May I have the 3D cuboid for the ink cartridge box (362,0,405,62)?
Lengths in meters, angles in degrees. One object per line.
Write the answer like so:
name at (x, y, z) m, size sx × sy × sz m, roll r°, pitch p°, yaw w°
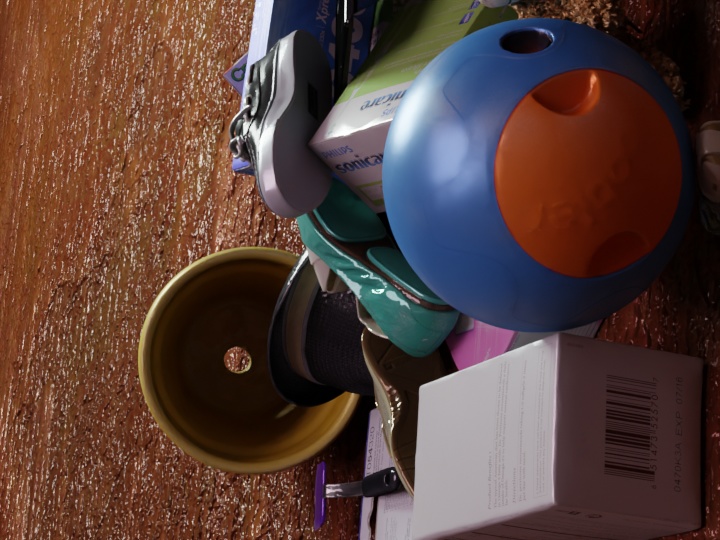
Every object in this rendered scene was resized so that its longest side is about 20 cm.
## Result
ink cartridge box at (0.024, -0.129, 1.846) m, size 0.145 × 0.084 × 0.201 m, roll 141°, pitch 134°, yaw -57°

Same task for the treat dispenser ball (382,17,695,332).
treat dispenser ball at (0.114, -0.061, 1.368) m, size 0.201 × 0.200 × 0.201 m, roll -169°, pitch 90°, yaw -67°

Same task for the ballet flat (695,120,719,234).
ballet flat at (0.249, -0.082, 1.324) m, size 0.200 × 0.072 × 0.072 m, roll 139°, pitch 136°, yaw -56°

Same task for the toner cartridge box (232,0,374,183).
toner cartridge box at (-0.045, -0.174, 1.798) m, size 0.043 × 0.095 × 0.201 m, roll 170°, pitch 109°, yaw -65°

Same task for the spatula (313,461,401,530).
spatula at (-0.007, 0.180, 1.768) m, size 0.200 × 0.020 × 0.057 m, roll 156°, pitch 117°, yaw -63°

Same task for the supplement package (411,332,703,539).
supplement package at (0.131, 0.125, 1.447) m, size 0.200 × 0.117 × 0.117 m, roll -27°, pitch 57°, yaw 61°

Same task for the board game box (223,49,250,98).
board game box at (-0.036, -0.230, 1.915) m, size 0.200 × 0.035 × 0.126 m, roll -43°, pitch 2°, yaw 3°

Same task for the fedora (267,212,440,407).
fedora at (0.011, 0.044, 1.752) m, size 0.092 × 0.200 × 0.201 m, roll 32°, pitch 113°, yaw 30°

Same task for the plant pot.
plant pot at (-0.104, 0.081, 1.941) m, size 0.189 × 0.200 × 0.201 m, roll 165°, pitch 114°, yaw -82°

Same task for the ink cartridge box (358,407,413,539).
ink cartridge box at (0.056, 0.190, 1.690) m, size 0.200 × 0.043 × 0.197 m, roll 149°, pitch 128°, yaw -64°

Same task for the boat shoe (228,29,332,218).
boat shoe at (-0.068, -0.108, 1.661) m, size 0.068 × 0.074 × 0.200 m, roll -27°, pitch 42°, yaw 26°

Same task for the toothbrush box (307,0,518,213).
toothbrush box at (0.072, -0.151, 1.614) m, size 0.145 × 0.086 × 0.200 m, roll -11°, pitch 39°, yaw 56°

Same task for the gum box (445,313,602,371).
gum box at (0.133, -0.005, 1.559) m, size 0.200 × 0.066 × 0.114 m, roll -65°, pitch 29°, yaw 30°

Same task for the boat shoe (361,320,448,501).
boat shoe at (0.051, 0.121, 1.607) m, size 0.065 × 0.072 × 0.200 m, roll 80°, pitch 170°, yaw -47°

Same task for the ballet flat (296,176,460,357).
ballet flat at (0.000, 0.000, 1.636) m, size 0.200 × 0.067 × 0.071 m, roll 45°, pitch 123°, yaw 39°

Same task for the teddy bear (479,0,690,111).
teddy bear at (0.144, -0.170, 1.465) m, size 0.067 × 0.200 × 0.145 m, roll -47°, pitch 40°, yaw 3°

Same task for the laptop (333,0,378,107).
laptop at (0.040, -0.227, 1.696) m, size 0.187 × 0.116 × 0.201 m, roll 96°, pitch 175°, yaw -63°
